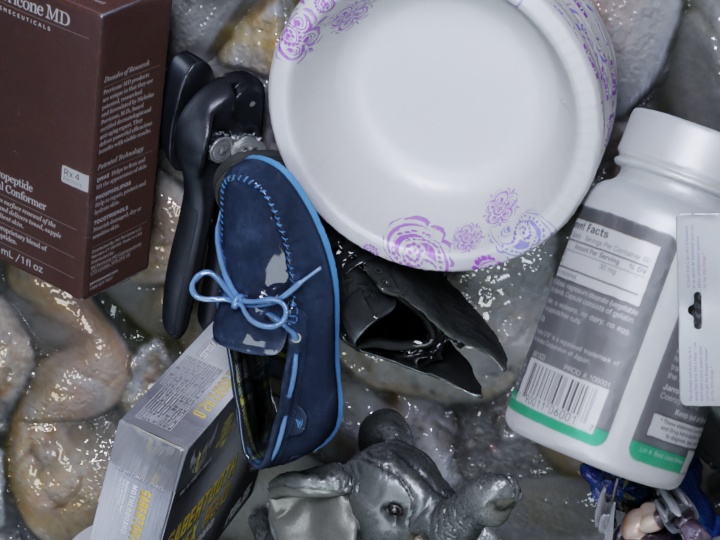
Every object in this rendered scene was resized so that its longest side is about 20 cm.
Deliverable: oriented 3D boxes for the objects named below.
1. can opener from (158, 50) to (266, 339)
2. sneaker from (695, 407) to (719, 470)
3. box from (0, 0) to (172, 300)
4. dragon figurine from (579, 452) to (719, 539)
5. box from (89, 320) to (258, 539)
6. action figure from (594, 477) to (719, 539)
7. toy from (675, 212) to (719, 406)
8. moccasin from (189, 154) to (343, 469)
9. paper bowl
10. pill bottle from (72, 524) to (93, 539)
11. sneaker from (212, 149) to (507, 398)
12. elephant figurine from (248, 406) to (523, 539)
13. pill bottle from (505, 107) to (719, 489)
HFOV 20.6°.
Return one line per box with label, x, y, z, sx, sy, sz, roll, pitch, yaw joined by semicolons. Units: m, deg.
can opener;-0.096;-0.043;1.293;0.063;0.079;0.201;-8;123;-22
sneaker;0.260;0.097;1.241;0.200;0.076;0.091;38;127;8
box;-0.185;-0.094;1.267;0.100;0.075;0.201;23;120;27
dragon figurine;0.211;0.171;1.268;0.059;0.100;0.201;-29;104;28
box;-0.109;0.123;1.289;0.048;0.200;0.159;23;119;10
action figure;0.215;0.181;1.196;0.198;0.070;0.131;-2;132;7
toy;0.274;0.014;1.083;0.198;0.047;0.116;0;112;13
moccasin;-0.052;0.033;1.188;0.080;0.068;0.201;13;124;43
paper bowl;0.053;-0.109;1.178;0.199;0.104;0.202;7;117;14
pill bottle;-0.152;0.279;1.430;0.110;0.111;0.201;-5;114;20
sneaker;-0.002;0.002;1.230;0.199;0.105;0.060;27;120;-20
elephant figurine;0.010;0.160;1.312;0.154;0.142;0.201;11;126;-5
pill bottle;0.168;0.016;1.154;0.112;0.113;0.201;21;92;6
